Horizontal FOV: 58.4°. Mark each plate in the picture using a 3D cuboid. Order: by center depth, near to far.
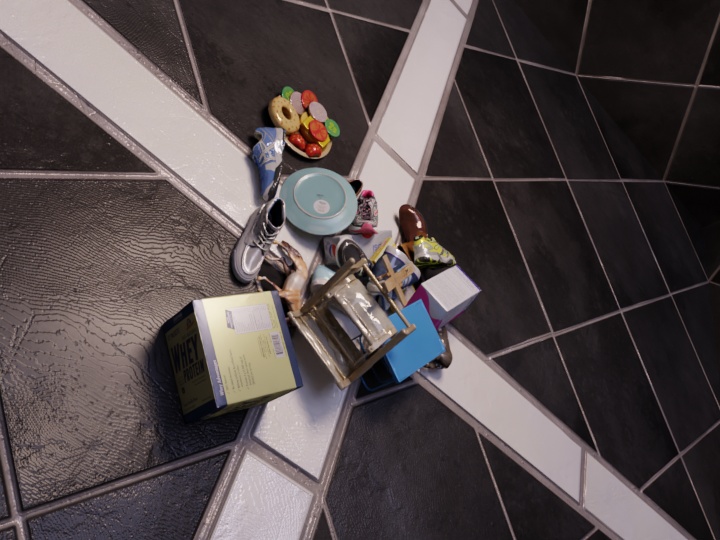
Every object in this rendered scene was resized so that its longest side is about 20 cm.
[{"bbox_3d":[-0.100,-0.178,1.580,0.194,0.026,0.205,7,58,-11],"label":"plate"}]

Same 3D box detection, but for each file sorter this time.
[{"bbox_3d":[0.083,0.182,1.554,0.198,0.122,0.141,-23,85,-46],"label":"file sorter"}]

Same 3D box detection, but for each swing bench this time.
[{"bbox_3d":[-0.019,0.113,1.395,0.201,0.199,0.129,52,12,9],"label":"swing bench"}]

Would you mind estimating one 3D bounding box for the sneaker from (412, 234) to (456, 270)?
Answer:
[{"bbox_3d":[0.201,-0.048,1.717,0.199,0.074,0.079,14,63,-62],"label":"sneaker"}]

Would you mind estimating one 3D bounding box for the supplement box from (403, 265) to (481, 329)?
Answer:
[{"bbox_3d":[0.216,0.077,1.693,0.103,0.102,0.198,46,35,15],"label":"supplement box"}]

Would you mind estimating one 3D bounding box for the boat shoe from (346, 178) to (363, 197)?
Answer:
[{"bbox_3d":[-0.064,-0.183,1.648,0.071,0.070,0.200,51,45,-6],"label":"boat shoe"}]

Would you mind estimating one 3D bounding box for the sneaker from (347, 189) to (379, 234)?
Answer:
[{"bbox_3d":[0.008,-0.146,1.635,0.078,0.077,0.201,7,23,-6],"label":"sneaker"}]

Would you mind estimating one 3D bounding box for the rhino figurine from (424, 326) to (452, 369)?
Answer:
[{"bbox_3d":[0.200,0.171,1.717,0.086,0.060,0.204,21,50,-32],"label":"rhino figurine"}]

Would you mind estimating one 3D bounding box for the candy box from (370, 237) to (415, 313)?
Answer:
[{"bbox_3d":[0.089,0.028,1.661,0.103,0.026,0.203,-50,125,-40],"label":"candy box"}]

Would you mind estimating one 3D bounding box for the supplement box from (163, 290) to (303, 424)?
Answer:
[{"bbox_3d":[-0.246,0.163,1.243,0.197,0.133,0.205,-5,72,-44],"label":"supplement box"}]

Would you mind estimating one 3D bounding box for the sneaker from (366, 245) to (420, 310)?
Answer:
[{"bbox_3d":[0.072,0.037,1.568,0.149,0.079,0.200,-62,155,-8],"label":"sneaker"}]

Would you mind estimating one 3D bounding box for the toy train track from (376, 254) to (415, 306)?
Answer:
[{"bbox_3d":[0.078,0.017,1.433,0.117,0.032,0.199,66,25,-4],"label":"toy train track"}]

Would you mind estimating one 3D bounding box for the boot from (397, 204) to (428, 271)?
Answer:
[{"bbox_3d":[0.129,-0.078,1.750,0.199,0.067,0.193,-32,105,-64],"label":"boot"}]

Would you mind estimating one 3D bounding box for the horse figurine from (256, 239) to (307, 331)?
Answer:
[{"bbox_3d":[-0.167,0.019,1.457,0.131,0.050,0.204,32,50,-26],"label":"horse figurine"}]

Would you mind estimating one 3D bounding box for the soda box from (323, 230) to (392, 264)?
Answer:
[{"bbox_3d":[-0.002,-0.060,1.632,0.197,0.062,0.070,-10,97,-46],"label":"soda box"}]

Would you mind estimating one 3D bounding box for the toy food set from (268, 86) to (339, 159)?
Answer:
[{"bbox_3d":[-0.148,-0.389,1.692,0.201,0.048,0.199,48,44,-13],"label":"toy food set"}]

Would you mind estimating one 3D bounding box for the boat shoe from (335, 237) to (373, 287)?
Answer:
[{"bbox_3d":[0.000,0.000,1.554,0.074,0.060,0.202,-44,138,-17],"label":"boat shoe"}]

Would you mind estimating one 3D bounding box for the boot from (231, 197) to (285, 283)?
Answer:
[{"bbox_3d":[-0.221,-0.074,1.421,0.073,0.095,0.204,30,51,-27],"label":"boot"}]

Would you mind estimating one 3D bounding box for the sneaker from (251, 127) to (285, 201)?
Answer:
[{"bbox_3d":[-0.225,-0.256,1.545,0.075,0.076,0.205,8,61,-15],"label":"sneaker"}]

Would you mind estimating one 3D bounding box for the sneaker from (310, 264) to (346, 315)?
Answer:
[{"bbox_3d":[-0.033,0.048,1.553,0.198,0.073,0.084,35,44,-31],"label":"sneaker"}]
